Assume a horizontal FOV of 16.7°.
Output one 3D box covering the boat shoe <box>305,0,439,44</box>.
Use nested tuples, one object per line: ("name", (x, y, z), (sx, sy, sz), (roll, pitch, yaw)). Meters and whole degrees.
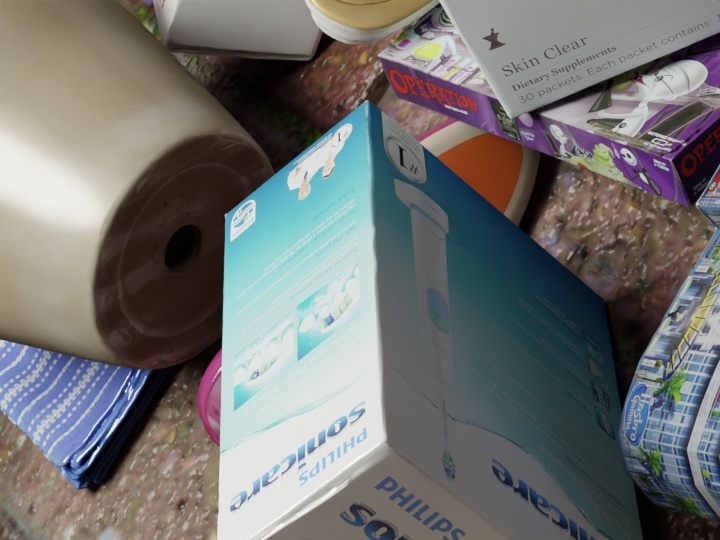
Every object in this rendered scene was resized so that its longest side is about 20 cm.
("boat shoe", (0.031, -0.162, 1.133), (0.200, 0.071, 0.069), (-54, -5, -36))

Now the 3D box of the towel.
("towel", (-0.148, 0.014, 1.269), (0.145, 0.024, 0.200), (-57, 38, 0))

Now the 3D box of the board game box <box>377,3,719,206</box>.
("board game box", (0.108, -0.095, 1.025), (0.120, 0.032, 0.200), (-37, 33, -20))

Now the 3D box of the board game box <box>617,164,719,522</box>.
("board game box", (0.199, -0.002, 0.831), (0.199, 0.062, 0.200), (6, 59, 54))

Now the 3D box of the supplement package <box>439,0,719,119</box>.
("supplement package", (0.121, -0.181, 0.981), (0.199, 0.111, 0.156), (-23, 39, 18))

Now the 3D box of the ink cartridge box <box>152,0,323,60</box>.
("ink cartridge box", (-0.060, -0.223, 1.240), (0.201, 0.084, 0.146), (-106, 27, -42))

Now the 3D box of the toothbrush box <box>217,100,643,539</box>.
("toothbrush box", (0.026, 0.056, 0.924), (0.085, 0.146, 0.200), (-38, 31, 24))

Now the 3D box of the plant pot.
("plant pot", (-0.137, -0.040, 1.153), (0.173, 0.200, 0.201), (27, 86, 36))

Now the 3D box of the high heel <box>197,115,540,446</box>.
("high heel", (0.000, 0.000, 1.097), (0.200, 0.067, 0.096), (-44, 9, -3))
